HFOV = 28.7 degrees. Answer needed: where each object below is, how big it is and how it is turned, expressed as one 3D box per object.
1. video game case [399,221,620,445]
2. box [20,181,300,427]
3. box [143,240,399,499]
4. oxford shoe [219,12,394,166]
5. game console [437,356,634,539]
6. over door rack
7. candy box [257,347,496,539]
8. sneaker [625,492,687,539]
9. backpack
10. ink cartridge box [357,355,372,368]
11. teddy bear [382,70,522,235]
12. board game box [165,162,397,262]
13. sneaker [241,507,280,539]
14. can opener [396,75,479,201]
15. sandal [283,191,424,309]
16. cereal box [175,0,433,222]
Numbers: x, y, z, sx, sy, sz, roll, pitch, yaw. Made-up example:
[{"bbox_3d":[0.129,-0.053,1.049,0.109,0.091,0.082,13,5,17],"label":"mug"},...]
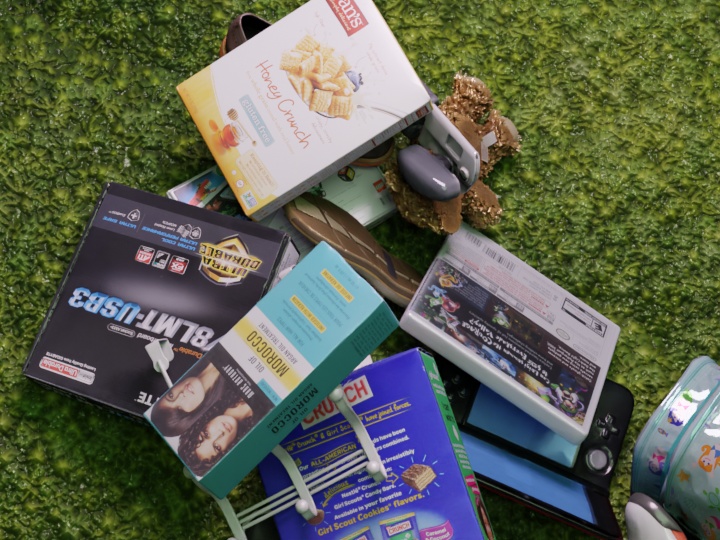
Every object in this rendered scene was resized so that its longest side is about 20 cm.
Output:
[{"bbox_3d":[0.147,0.054,1.343,0.199,0.023,0.182,34,36,-1],"label":"video game case"},{"bbox_3d":[-0.179,0.038,1.278,0.197,0.050,0.201,17,72,18],"label":"box"},{"bbox_3d":[-0.070,0.077,1.112,0.200,0.049,0.082,-44,59,-5],"label":"box"},{"bbox_3d":[-0.049,-0.172,1.355,0.199,0.073,0.072,34,67,-3],"label":"oxford shoe"},{"bbox_3d":[0.164,0.144,1.317,0.198,0.119,0.174,24,71,-4],"label":"game console"},{"bbox_3d":[-0.084,0.111,1.161,0.146,0.067,0.202,-27,73,5],"label":"over door rack"},{"bbox_3d":[0.012,0.190,1.199,0.167,0.077,0.203,-20,78,8],"label":"candy box"},{"bbox_3d":[0.263,0.313,1.288,0.107,0.067,0.203,-30,106,-15],"label":"sneaker"},{"bbox_3d":[0.342,0.170,1.305,0.150,0.201,0.178,35,70,22],"label":"backpack"},{"bbox_3d":[-0.035,0.137,1.304,0.114,0.068,0.203,-16,77,-12],"label":"ink cartridge box"},{"bbox_3d":[0.089,-0.110,1.393,0.145,0.066,0.202,39,54,-30],"label":"teddy bear"},{"bbox_3d":[-0.075,-0.066,1.375,0.198,0.035,0.127,-30,80,-18],"label":"board game box"},{"bbox_3d":[-0.048,0.302,1.246,0.071,0.083,0.202,-19,78,-16],"label":"sneaker"},{"bbox_3d":[0.038,-0.145,1.314,0.066,0.054,0.200,-24,61,-31],"label":"can opener"},{"bbox_3d":[0.000,0.000,1.339,0.199,0.081,0.054,37,111,-26],"label":"sandal"},{"bbox_3d":[-0.051,-0.158,1.291,0.199,0.040,0.145,-32,78,4],"label":"cereal box"}]
